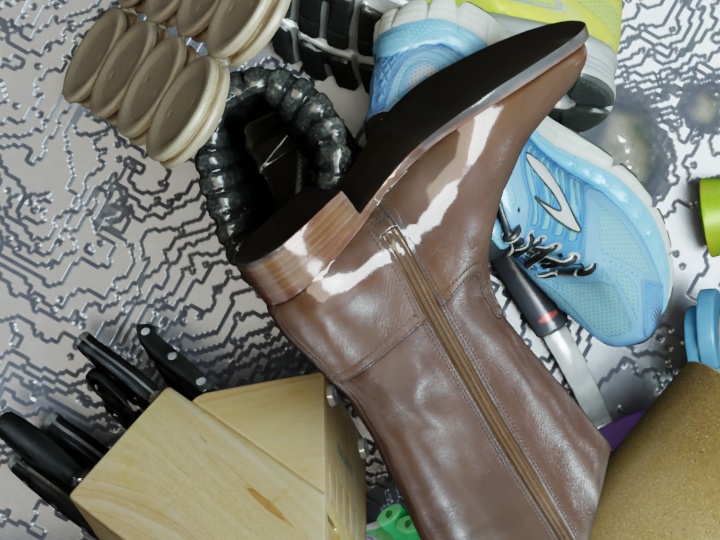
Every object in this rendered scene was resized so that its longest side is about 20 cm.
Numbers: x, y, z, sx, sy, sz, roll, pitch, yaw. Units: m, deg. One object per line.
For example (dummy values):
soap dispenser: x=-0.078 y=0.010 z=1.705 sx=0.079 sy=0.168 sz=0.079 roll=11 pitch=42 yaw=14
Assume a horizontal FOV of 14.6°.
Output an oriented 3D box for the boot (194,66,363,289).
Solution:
boot: x=-0.002 y=0.001 z=1.261 sx=0.079 sy=0.158 sz=0.211 roll=-38 pitch=94 yaw=1

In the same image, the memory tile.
memory tile: x=-0.069 y=-0.125 z=1.234 sx=0.017 sy=0.200 sz=0.154 roll=30 pitch=92 yaw=-23

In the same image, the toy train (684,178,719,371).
toy train: x=0.210 y=-0.035 z=1.316 sx=0.115 sy=0.085 sz=0.201 roll=-5 pitch=67 yaw=15

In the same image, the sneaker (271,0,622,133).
sneaker: x=0.031 y=-0.131 z=1.303 sx=0.199 sy=0.078 sz=0.091 roll=18 pitch=63 yaw=5

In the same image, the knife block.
knife block: x=-0.086 y=0.115 z=1.253 sx=0.175 sy=0.064 sz=0.201 roll=-12 pitch=52 yaw=14

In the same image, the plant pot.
plant pot: x=0.135 y=0.174 z=1.242 sx=0.200 sy=0.186 sz=0.187 roll=-41 pitch=95 yaw=-6

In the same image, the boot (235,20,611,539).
boot: x=0.067 y=0.020 z=1.187 sx=0.186 sy=0.064 sz=0.200 roll=-38 pitch=109 yaw=-8

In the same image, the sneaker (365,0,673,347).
sneaker: x=0.063 y=-0.026 z=1.258 sx=0.200 sy=0.078 sz=0.090 roll=45 pitch=47 yaw=-27

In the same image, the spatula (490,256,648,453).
spatula: x=0.100 y=0.042 z=1.336 sx=0.056 sy=0.021 sz=0.200 roll=-29 pitch=94 yaw=-6

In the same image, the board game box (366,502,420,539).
board game box: x=-0.036 y=0.208 z=1.241 sx=0.199 sy=0.201 sz=0.026 roll=-23 pitch=138 yaw=26
